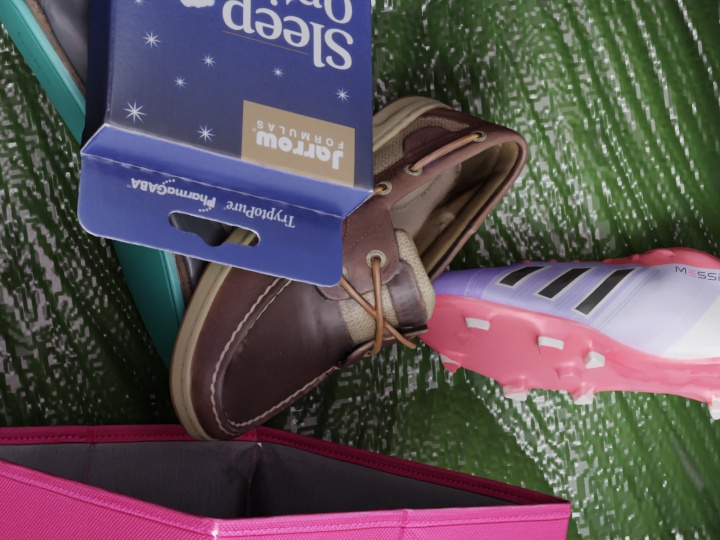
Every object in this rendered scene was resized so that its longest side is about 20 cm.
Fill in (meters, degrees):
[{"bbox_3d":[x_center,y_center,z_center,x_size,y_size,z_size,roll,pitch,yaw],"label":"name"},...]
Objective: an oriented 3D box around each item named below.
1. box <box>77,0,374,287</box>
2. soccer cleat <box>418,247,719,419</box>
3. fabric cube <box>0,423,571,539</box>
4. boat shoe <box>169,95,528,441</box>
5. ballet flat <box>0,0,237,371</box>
[{"bbox_3d":[-0.053,-0.097,1.062,0.121,0.032,0.200,13,61,-25],"label":"box"},{"bbox_3d":[0.117,0.019,1.173,0.200,0.067,0.077,10,61,-12],"label":"soccer cleat"},{"bbox_3d":[-0.060,0.173,1.022,0.200,0.196,0.200,3,96,-44],"label":"fabric cube"},{"bbox_3d":[0.000,0.000,1.087,0.200,0.072,0.072,-45,132,-33],"label":"boat shoe"},{"bbox_3d":[-0.085,-0.049,1.094,0.073,0.073,0.200,-27,98,-14],"label":"ballet flat"}]
